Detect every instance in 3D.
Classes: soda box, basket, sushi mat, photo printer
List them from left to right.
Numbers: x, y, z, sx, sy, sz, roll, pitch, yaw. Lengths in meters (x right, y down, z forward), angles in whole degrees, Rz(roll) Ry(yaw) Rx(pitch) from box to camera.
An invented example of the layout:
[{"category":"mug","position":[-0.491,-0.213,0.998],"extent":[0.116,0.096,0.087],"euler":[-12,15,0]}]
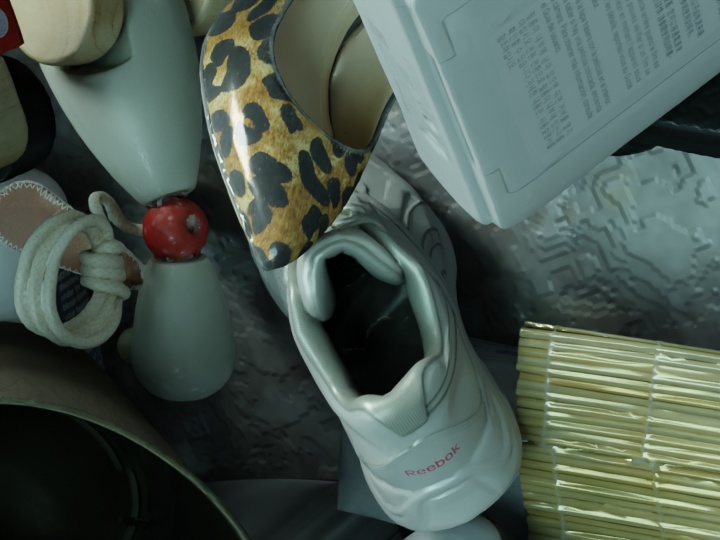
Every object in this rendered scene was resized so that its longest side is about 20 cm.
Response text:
[{"category":"basket","position":[-0.127,0.097,0.931],"extent":[0.180,0.200,0.136],"euler":[39,91,-18]},{"category":"soda box","position":[0.093,0.079,0.997],"extent":[0.200,0.063,0.068],"euler":[13,112,20]},{"category":"photo printer","position":[0.093,-0.123,0.841],"extent":[0.200,0.166,0.069],"euler":[-37,58,-5]},{"category":"sushi mat","position":[0.152,0.076,0.918],"extent":[0.200,0.012,0.096],"euler":[8,116,25]}]

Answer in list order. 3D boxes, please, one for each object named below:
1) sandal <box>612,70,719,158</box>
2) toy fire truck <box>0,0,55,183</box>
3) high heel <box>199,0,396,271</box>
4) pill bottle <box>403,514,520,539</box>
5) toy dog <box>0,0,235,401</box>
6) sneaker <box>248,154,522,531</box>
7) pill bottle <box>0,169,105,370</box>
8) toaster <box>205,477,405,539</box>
[{"category":"sandal","position":[0.097,-0.070,0.939],"extent":[0.200,0.075,0.048],"euler":[16,154,29]},{"category":"toy fire truck","position":[-0.215,-0.116,0.930],"extent":[0.176,0.129,0.200],"euler":[-8,104,39]},{"category":"high heel","position":[0.014,-0.098,0.907],"extent":[0.143,0.200,0.071],"euler":[-26,131,33]},{"category":"pill bottle","position":[0.089,0.191,0.986],"extent":[0.200,0.106,0.106],"euler":[37,123,-24]},{"category":"toy dog","position":[-0.107,-0.050,1.014],"extent":[0.096,0.132,0.200],"euler":[-3,76,42]},{"category":"sneaker","position":[0.000,0.000,0.956],"extent":[0.078,0.099,0.200],"euler":[-30,52,0]},{"category":"pill bottle","position":[-0.178,0.016,1.069],"extent":[0.120,0.120,0.200],"euler":[-3,106,26]},{"category":"toaster","position":[-0.077,0.163,1.068],"extent":[0.200,0.129,0.114],"euler":[-6,104,26]}]
